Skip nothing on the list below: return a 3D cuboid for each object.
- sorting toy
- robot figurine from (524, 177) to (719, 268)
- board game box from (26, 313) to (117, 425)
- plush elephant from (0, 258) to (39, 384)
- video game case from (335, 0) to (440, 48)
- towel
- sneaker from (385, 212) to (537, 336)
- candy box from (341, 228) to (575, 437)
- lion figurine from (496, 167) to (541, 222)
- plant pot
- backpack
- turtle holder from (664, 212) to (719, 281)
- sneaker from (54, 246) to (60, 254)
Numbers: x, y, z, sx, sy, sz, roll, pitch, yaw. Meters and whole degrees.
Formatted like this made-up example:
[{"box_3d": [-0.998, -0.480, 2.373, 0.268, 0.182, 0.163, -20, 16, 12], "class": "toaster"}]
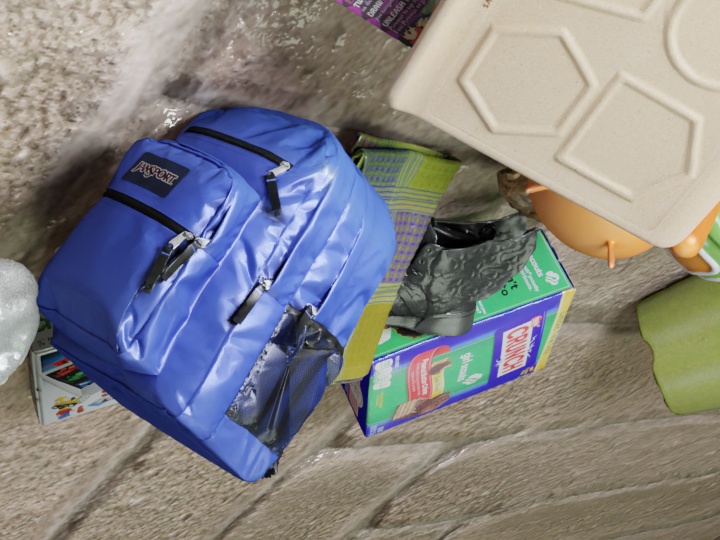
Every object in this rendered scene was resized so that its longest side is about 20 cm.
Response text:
[{"box_3d": [0.137, -0.116, 0.664, 0.198, 0.037, 0.186, 24, 131, -13], "class": "sorting toy"}, {"box_3d": [0.191, -0.089, 0.913, 0.200, 0.116, 0.145, -49, 133, -35], "class": "robot figurine"}, {"box_3d": [-0.160, 0.054, 1.000, 0.198, 0.035, 0.127, -16, 153, -20], "class": "board game box"}, {"box_3d": [-0.280, 0.030, 0.727, 0.164, 0.200, 0.156, 19, 113, -46], "class": "plush elephant"}, {"box_3d": [0.071, -0.195, 0.650, 0.180, 0.036, 0.200, 27, 129, -20], "class": "video game case"}, {"box_3d": [0.000, 0.000, 0.949, 0.143, 0.023, 0.202, 3, 114, -57], "class": "towel"}, {"box_3d": [0.039, -0.003, 1.046, 0.197, 0.060, 0.105, 4, 121, -14], "class": "sneaker"}, {"box_3d": [0.084, 0.060, 1.182, 0.198, 0.078, 0.170, -21, 153, -13], "class": "candy box"}, {"box_3d": [0.180, -0.060, 1.056, 0.121, 0.073, 0.200, -20, 159, 6], "class": "lion figurine"}, {"box_3d": [0.405, 0.069, 1.386, 0.182, 0.203, 0.200, -21, 156, 17], "class": "plant pot"}, {"box_3d": [-0.079, -0.004, 0.775, 0.201, 0.162, 0.168, -54, 142, -15], "class": "backpack"}, {"box_3d": [0.337, -0.071, 1.130, 0.186, 0.140, 0.132, -57, -173, -29], "class": "turtle holder"}, {"box_3d": [-0.118, -0.012, 0.891, 0.198, 0.075, 0.089, -21, 130, -22], "class": "sneaker"}]
